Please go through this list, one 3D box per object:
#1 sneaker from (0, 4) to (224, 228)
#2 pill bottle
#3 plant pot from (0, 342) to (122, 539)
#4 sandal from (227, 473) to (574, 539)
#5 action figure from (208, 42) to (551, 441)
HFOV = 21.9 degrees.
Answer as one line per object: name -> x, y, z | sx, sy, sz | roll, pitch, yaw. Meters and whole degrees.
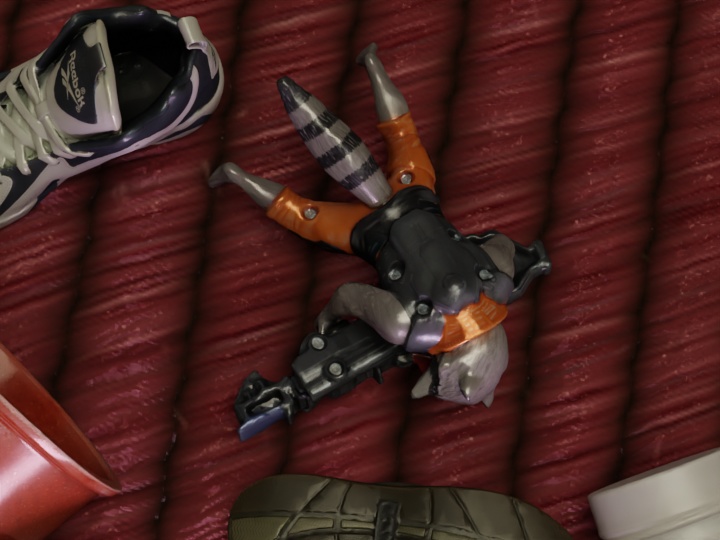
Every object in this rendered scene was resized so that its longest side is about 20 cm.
sneaker -> -0.161, -0.083, 0.955 | 0.198, 0.130, 0.080 | -17, 82, -11
pill bottle -> 0.191, 0.198, 0.966 | 0.112, 0.112, 0.201 | -17, 83, -11
plant pot -> -0.253, 0.102, 0.888 | 0.195, 0.201, 0.201 | -44, 88, -4
sandal -> 0.028, 0.156, 0.984 | 0.198, 0.055, 0.082 | 7, 73, 8
action figure -> 0.000, 0.000, 0.981 | 0.200, 0.105, 0.194 | -36, 77, -15
